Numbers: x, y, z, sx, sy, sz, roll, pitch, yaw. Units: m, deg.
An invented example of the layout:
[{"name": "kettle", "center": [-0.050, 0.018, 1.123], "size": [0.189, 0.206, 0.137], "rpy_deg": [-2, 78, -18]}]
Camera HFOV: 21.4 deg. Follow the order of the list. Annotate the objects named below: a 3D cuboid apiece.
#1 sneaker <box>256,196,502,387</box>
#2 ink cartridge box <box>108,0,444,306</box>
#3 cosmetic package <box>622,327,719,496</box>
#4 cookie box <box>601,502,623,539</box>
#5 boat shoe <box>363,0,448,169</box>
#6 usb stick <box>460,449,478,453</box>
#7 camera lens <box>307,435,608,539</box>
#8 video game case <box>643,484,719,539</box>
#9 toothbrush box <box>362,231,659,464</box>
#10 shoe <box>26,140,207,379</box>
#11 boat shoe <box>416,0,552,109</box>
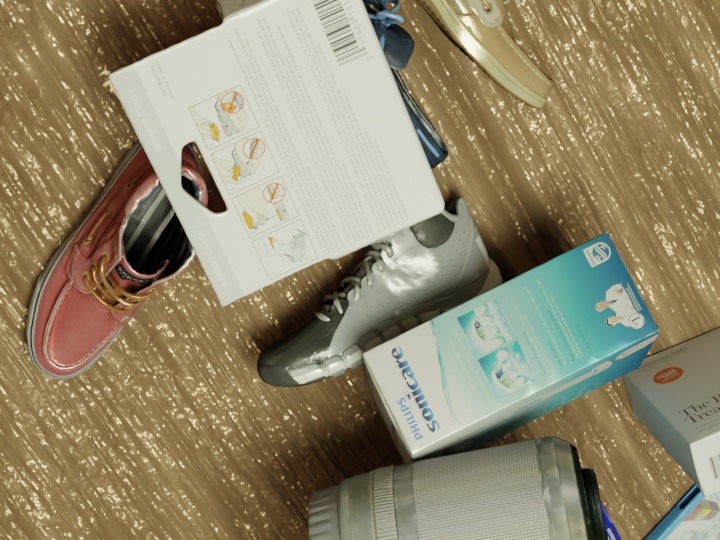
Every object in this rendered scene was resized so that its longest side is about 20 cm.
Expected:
[{"name": "sneaker", "center": [0.000, 0.000, 1.409], "size": [0.199, 0.075, 0.116], "rpy_deg": [-24, 108, -15]}, {"name": "ink cartridge box", "center": [-0.055, -0.094, 1.301], "size": [0.172, 0.044, 0.201], "rpy_deg": [-23, 120, 2]}, {"name": "cosmetic package", "center": [0.319, 0.085, 1.464], "size": [0.199, 0.151, 0.052], "rpy_deg": [-22, 110, -6]}, {"name": "cookie box", "center": [0.112, 0.267, 1.482], "size": [0.199, 0.075, 0.172], "rpy_deg": [-25, 142, -3]}, {"name": "boat shoe", "center": [0.008, -0.156, 1.353], "size": [0.068, 0.084, 0.201], "rpy_deg": [-16, 127, 12]}, {"name": "usb stick", "center": [0.050, 0.208, 1.465], "size": [0.055, 0.033, 0.200], "rpy_deg": [0, 137, -39]}, {"name": "camera lens", "center": [0.075, 0.208, 1.329], "size": [0.198, 0.160, 0.161], "rpy_deg": [-11, 111, 6]}, {"name": "video game case", "center": [0.342, 0.202, 1.580], "size": [0.143, 0.018, 0.200], "rpy_deg": [40, 96, -22]}, {"name": "toothbrush box", "center": [0.108, 0.067, 1.402], "size": [0.199, 0.146, 0.086], "rpy_deg": [-27, 77, -3]}, {"name": "shoe", "center": [-0.174, -0.001, 1.350], "size": [0.071, 0.091, 0.201], "rpy_deg": [28, 100, -20]}, {"name": "boat shoe", "center": [0.077, -0.197, 1.354], "size": [0.065, 0.071, 0.200], "rpy_deg": [-44, 111, 5]}]
